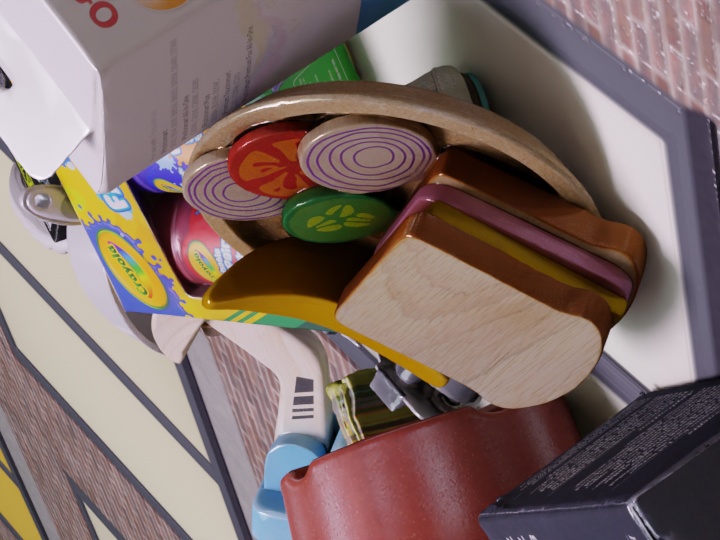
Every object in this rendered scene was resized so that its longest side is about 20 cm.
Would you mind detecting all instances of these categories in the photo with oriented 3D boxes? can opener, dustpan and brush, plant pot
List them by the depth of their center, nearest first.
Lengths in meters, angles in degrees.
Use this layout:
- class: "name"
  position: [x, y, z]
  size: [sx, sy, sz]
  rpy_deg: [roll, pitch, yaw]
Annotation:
- class: "plant pot"
  position: [0.059, 0.171, 1.311]
  size: [0.201, 0.201, 0.195]
  rpy_deg: [132, 122, -73]
- class: "can opener"
  position: [0.000, 0.000, 1.439]
  size: [0.200, 0.053, 0.067]
  rpy_deg: [50, 130, 21]
- class: "dustpan and brush"
  position: [-0.131, -0.028, 1.466]
  size: [0.057, 0.140, 0.200]
  rpy_deg: [11, 179, 39]

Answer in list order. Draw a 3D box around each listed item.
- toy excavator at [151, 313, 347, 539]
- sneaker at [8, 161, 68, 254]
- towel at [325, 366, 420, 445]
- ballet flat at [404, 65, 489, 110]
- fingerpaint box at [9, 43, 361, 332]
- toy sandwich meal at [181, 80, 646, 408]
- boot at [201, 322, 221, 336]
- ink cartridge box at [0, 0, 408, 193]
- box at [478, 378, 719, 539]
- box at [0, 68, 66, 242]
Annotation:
- class: "toy excavator"
  position: [-0.020, 0.092, 1.501]
  size: [0.194, 0.100, 0.200]
  rpy_deg: [11, 123, 10]
- class: "sneaker"
  position: [-0.164, -0.051, 1.760]
  size: [0.200, 0.075, 0.082]
  rpy_deg: [25, 136, 44]
- class: "towel"
  position: [0.047, 0.143, 1.444]
  size: [0.018, 0.086, 0.200]
  rpy_deg: [-28, 81, 35]
- class: "ballet flat"
  position: [0.024, -0.031, 1.256]
  size: [0.200, 0.062, 0.067]
  rpy_deg: [88, 163, -59]
- class: "fingerpaint box"
  position: [-0.078, -0.069, 1.350]
  size: [0.167, 0.073, 0.200]
  rpy_deg: [6, 132, 37]
- class: "toy sandwich meal"
  position: [0.018, -0.006, 1.166]
  size: [0.205, 0.070, 0.205]
  rpy_deg: [10, 152, 5]
- class: "boot"
  position: [-0.076, -0.009, 1.580]
  size: [0.076, 0.074, 0.200]
  rpy_deg: [70, 163, -10]
- class: "ink cartridge box"
  position: [-0.084, -0.139, 1.117]
  size: [0.129, 0.200, 0.125]
  rpy_deg: [51, 163, 14]
- class: "box"
  position: [0.155, 0.131, 1.130]
  size: [0.148, 0.104, 0.200]
  rpy_deg: [57, 163, -4]
- class: "box"
  position: [-0.205, -0.144, 1.639]
  size: [0.200, 0.047, 0.193]
  rpy_deg: [62, 164, 19]
